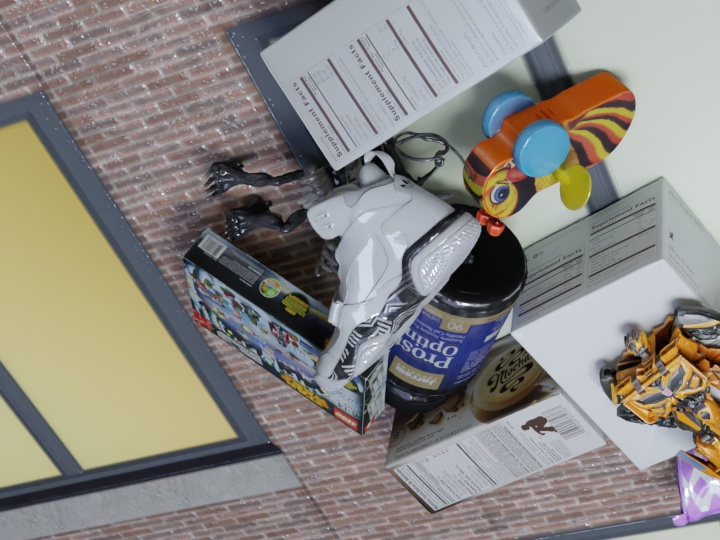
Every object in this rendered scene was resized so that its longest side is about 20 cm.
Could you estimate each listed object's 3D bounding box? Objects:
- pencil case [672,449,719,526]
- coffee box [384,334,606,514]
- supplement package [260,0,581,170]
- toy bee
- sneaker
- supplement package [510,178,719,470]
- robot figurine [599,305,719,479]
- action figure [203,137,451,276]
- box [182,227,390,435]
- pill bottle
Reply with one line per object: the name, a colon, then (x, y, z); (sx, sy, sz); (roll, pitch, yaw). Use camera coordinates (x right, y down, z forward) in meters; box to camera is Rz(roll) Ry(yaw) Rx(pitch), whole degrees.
pencil case: (0.397, 0.197, 1.400); (0.199, 0.086, 0.084); (-6, 155, 18)
coffee box: (0.128, 0.135, 1.384); (0.200, 0.113, 0.080); (-27, 120, 31)
supplement package: (0.045, -0.180, 1.116); (0.200, 0.114, 0.110); (-29, 97, 30)
toy bee: (0.123, -0.088, 1.186); (0.199, 0.131, 0.109); (-4, 129, -2)
sneaker: (0.000, 0.000, 1.183); (0.115, 0.075, 0.200); (43, 120, 8)
supplement package: (0.254, 0.050, 1.288); (0.156, 0.111, 0.200); (-29, 120, 30)
robot figurine: (0.297, 0.110, 1.217); (0.200, 0.058, 0.145); (31, 128, -16)
action figure: (-0.027, -0.056, 1.263); (0.199, 0.102, 0.119); (-2, 128, 17)
box: (-0.067, 0.057, 1.325); (0.200, 0.040, 0.137); (33, 158, 15)
pill bottle: (0.068, 0.041, 1.308); (0.111, 0.112, 0.200); (17, 142, -3)
